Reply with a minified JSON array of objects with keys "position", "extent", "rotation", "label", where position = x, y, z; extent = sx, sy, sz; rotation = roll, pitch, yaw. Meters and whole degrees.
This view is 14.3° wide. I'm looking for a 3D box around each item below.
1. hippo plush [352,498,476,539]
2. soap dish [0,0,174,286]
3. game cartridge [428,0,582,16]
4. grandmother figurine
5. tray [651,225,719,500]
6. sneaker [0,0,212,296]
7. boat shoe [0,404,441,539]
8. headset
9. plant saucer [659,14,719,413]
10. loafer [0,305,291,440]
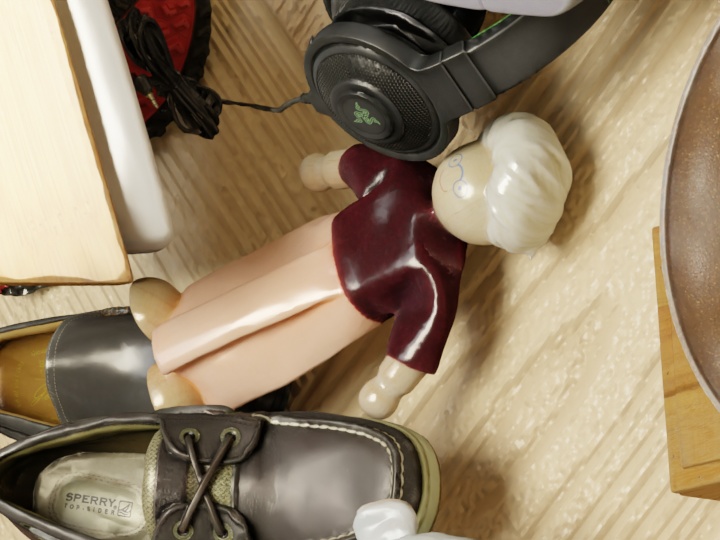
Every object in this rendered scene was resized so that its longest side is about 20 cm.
[{"position":[-0.004,0.162,1.048],"extent":[0.159,0.200,0.161],"rotation":[25,93,26],"label":"hippo plush"},{"position":[-0.133,-0.065,1.162],"extent":[0.200,0.081,0.158],"rotation":[172,81,-84],"label":"soap dish"},{"position":[0.051,-0.152,1.091],"extent":[0.200,0.133,0.041],"rotation":[27,140,51],"label":"game cartridge"},{"position":[0.000,0.000,1.140],"extent":[0.200,0.060,0.122],"rotation":[-30,69,27],"label":"grandmother figurine"},{"position":[0.185,0.011,0.970],"extent":[0.200,0.037,0.099],"rotation":[-18,68,44],"label":"tray"},{"position":[-0.145,-0.085,1.335],"extent":[0.200,0.079,0.096],"rotation":[-51,46,28],"label":"sneaker"},{"position":[-0.063,0.090,1.118],"extent":[0.199,0.065,0.074],"rotation":[-9,72,33],"label":"boat shoe"},{"position":[0.007,-0.103,1.119],"extent":[0.199,0.094,0.124],"rotation":[-24,31,23],"label":"headset"},{"position":[0.180,-0.028,0.933],"extent":[0.200,0.032,0.201],"rotation":[-12,73,47],"label":"plant saucer"},{"position":[-0.110,0.050,1.268],"extent":[0.199,0.072,0.073],"rotation":[-12,71,46],"label":"loafer"}]
